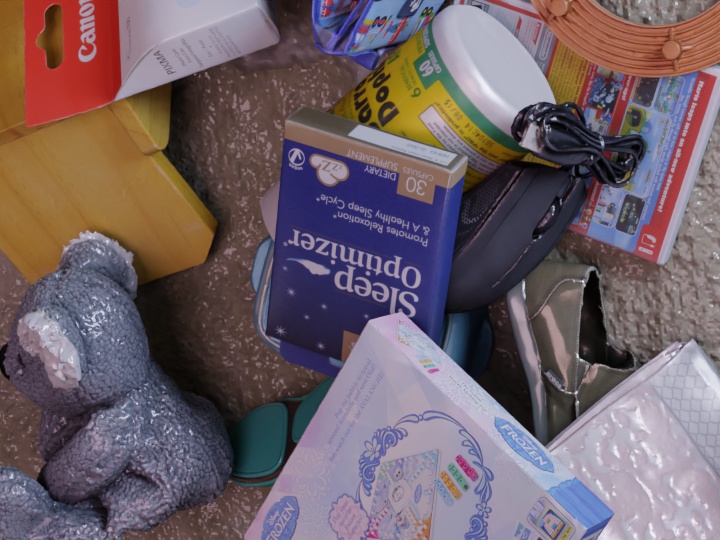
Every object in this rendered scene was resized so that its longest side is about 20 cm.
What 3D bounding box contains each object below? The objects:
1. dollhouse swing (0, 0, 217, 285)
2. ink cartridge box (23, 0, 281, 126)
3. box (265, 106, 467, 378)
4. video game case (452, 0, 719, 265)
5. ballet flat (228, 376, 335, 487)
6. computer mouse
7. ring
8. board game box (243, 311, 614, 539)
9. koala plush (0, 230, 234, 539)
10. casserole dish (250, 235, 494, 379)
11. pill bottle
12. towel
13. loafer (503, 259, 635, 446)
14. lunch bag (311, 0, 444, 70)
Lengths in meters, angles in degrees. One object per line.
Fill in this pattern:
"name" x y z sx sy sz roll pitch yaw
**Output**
"dollhouse swing" -0.213 -0.104 1.513 0.199 0.176 0.183 -19 53 26
"ink cartridge box" -0.158 -0.202 1.390 0.199 0.047 0.161 -17 55 13
"box" 0.000 0.000 1.315 0.120 0.032 0.201 18 124 18
"video game case" 0.141 -0.104 1.371 0.199 0.017 0.144 22 110 18
"ballet flat" -0.032 0.125 1.464 0.070 0.068 0.200 22 150 -25
"computer mouse" 0.096 -0.026 1.323 0.200 0.138 0.053 -40 59 27
"ring" 0.196 -0.229 1.307 0.199 0.019 0.202 3 99 21
"board game box" 0.039 0.167 1.287 0.199 0.043 0.201 43 120 22
"koala plush" -0.197 0.084 1.464 0.183 0.178 0.201 -5 114 17
"casserole dish" 0.001 0.031 1.453 0.199 0.039 0.122 21 109 18
"pill bottle" 0.028 -0.081 1.353 0.200 0.113 0.113 -39 86 27
"towel" 0.220 0.166 1.314 0.200 0.191 0.032 54 144 2
"loafer" 0.158 0.085 1.378 0.069 0.075 0.201 -14 97 29
"lunch bag" 0.028 -0.230 1.315 0.094 0.150 0.201 26 111 15
